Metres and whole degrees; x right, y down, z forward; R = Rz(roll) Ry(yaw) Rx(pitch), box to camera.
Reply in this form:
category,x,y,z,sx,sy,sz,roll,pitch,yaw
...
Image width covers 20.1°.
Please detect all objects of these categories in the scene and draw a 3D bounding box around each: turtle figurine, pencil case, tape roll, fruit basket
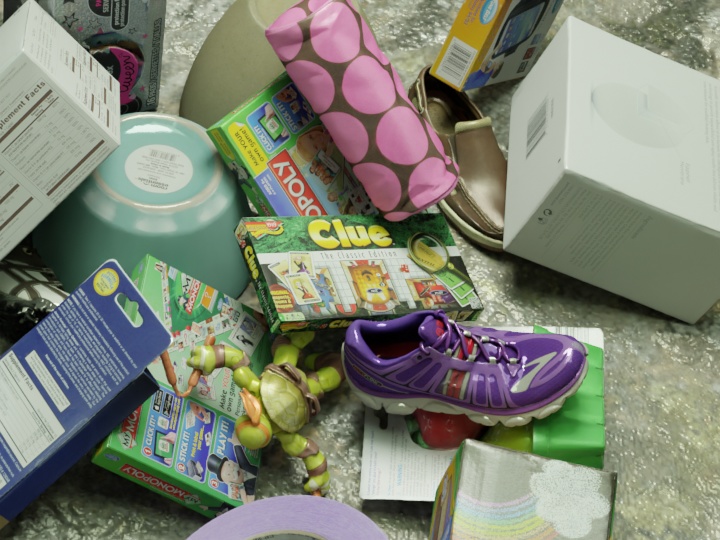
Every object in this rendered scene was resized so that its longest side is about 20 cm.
category,x,y,z,sx,sy,sz,roll,pitch,yaw
turtle figurine,-0.069,0.090,1.627,0.200,0.064,0.161,48,37,-11
pencil case,0.006,-0.142,1.706,0.091,0.200,0.094,-29,12,8
tape roll,-0.058,0.262,1.472,0.199,0.066,0.201,-10,46,11
fruit basket,0.103,0.121,1.679,0.199,0.094,0.186,-3,48,7

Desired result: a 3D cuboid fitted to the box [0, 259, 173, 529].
category,x,y,z,sx,sy,sz,roll,pitch,yaw
box,-0.235,0.093,1.574,0.200,0.032,0.121,-42,48,0

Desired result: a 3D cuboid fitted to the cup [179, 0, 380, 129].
category,x,y,z,sx,sy,sz,roll,pitch,yaw
cup,-0.061,-0.188,1.860,0.199,0.143,0.201,5,49,-6

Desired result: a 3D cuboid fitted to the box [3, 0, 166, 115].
category,x,y,z,sx,sy,sz,roll,pitch,yaw
box,-0.250,-0.244,1.831,0.114,0.200,0.132,-16,54,-22

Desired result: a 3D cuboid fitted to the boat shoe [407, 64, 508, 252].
category,x,y,z,sx,sy,sz,roll,pitch,yaw
boat shoe,0.096,-0.108,1.866,0.074,0.075,0.203,-17,55,-24

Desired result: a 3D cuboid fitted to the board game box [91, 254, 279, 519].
category,x,y,z,sx,sy,sz,roll,pitch,yaw
board game box,-0.136,0.095,1.638,0.134,0.029,0.200,28,44,-21

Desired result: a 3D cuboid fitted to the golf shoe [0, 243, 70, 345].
category,x,y,z,sx,sy,sz,roll,pitch,yaw
golf shoe,-0.271,0.019,1.683,0.199,0.078,0.095,21,48,5

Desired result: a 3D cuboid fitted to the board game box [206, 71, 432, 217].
category,x,y,z,sx,sy,sz,roll,pitch,yaw
board game box,-0.027,-0.073,1.749,0.135,0.029,0.200,-41,105,-30

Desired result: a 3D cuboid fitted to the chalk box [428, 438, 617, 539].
category,x,y,z,sx,sy,sz,roll,pitch,yaw
chalk box,0.110,0.248,1.516,0.124,0.124,0.201,12,65,-3

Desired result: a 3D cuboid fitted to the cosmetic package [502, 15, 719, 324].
category,x,y,z,sx,sy,sz,roll,pitch,yaw
cosmetic package,0.243,-0.089,1.821,0.199,0.123,0.200,20,47,-14

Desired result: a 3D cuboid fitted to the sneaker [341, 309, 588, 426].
category,x,y,z,sx,sy,sz,roll,pitch,yaw
sneaker,0.080,0.071,1.612,0.199,0.084,0.081,-1,48,12

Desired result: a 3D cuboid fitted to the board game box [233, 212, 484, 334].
category,x,y,z,sx,sy,sz,roll,pitch,yaw
board game box,0.000,0.000,1.691,0.199,0.023,0.105,-3,54,-32

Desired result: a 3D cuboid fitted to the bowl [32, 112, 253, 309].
category,x,y,z,sx,sy,sz,roll,pitch,yaw
bowl,-0.181,-0.060,1.751,0.200,0.105,0.201,5,48,-6

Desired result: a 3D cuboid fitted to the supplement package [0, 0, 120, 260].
category,x,y,z,sx,sy,sz,roll,pitch,yaw
supplement package,-0.289,-0.115,1.673,0.111,0.156,0.200,45,9,-18

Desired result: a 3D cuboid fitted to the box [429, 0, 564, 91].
category,x,y,z,sx,sy,sz,roll,pitch,yaw
box,0.142,-0.236,1.919,0.041,0.119,0.200,33,22,18
